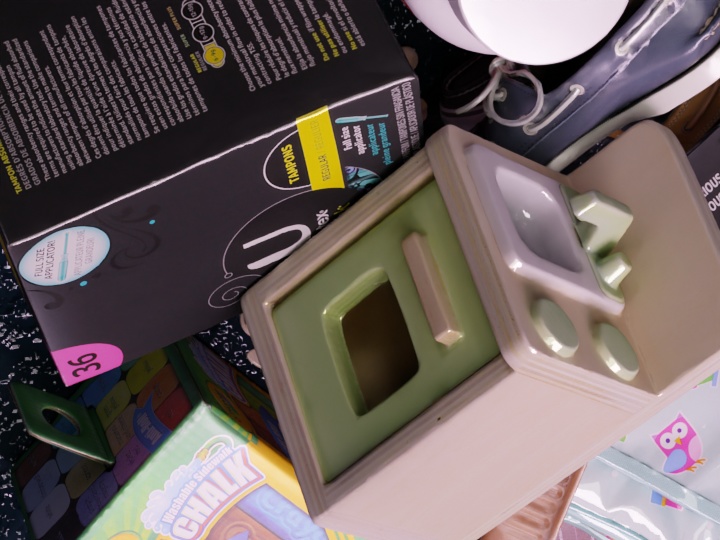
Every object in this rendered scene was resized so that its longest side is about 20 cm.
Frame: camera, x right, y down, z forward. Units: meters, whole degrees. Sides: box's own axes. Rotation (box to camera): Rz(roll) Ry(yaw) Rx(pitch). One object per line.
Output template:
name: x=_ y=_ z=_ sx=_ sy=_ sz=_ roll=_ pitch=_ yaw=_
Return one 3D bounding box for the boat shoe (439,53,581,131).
boat shoe: x=0.109 y=-0.132 z=1.340 sx=0.199 sy=0.070 sz=0.066 roll=-25 pitch=115 yaw=36

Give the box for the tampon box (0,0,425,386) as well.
tampon box: x=-0.082 y=-0.063 z=1.261 sx=0.199 sy=0.127 sz=0.150 roll=-24 pitch=153 yaw=-6

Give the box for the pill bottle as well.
pill bottle: x=0.057 y=-0.169 z=1.266 sx=0.112 sy=0.200 sz=0.113 roll=-6 pitch=115 yaw=-13

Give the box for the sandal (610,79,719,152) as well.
sandal: x=0.181 y=-0.092 z=1.399 sx=0.199 sy=0.080 sz=0.054 roll=-17 pitch=71 yaw=-13

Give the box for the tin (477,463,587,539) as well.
tin: x=0.096 y=0.079 z=1.324 sx=0.042 sy=0.112 sz=0.201 roll=23 pitch=91 yaw=-3

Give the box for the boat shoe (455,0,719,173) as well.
boat shoe: x=0.095 y=-0.087 z=1.290 sx=0.199 sy=0.075 sz=0.062 roll=-30 pitch=114 yaw=32

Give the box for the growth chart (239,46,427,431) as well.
growth chart: x=0.000 y=0.000 z=1.359 sx=0.144 sy=0.018 sz=0.201 roll=-21 pitch=86 yaw=-15

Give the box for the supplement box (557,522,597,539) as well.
supplement box: x=0.170 y=0.153 z=1.514 sx=0.199 sy=0.061 sz=0.109 roll=-16 pitch=114 yaw=-10

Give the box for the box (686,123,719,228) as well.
box: x=0.260 y=-0.001 z=1.360 sx=0.200 sy=0.148 sz=0.124 roll=54 pitch=135 yaw=8

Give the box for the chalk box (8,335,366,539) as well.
chalk box: x=-0.094 y=0.114 z=1.386 sx=0.124 sy=0.125 sz=0.200 roll=-46 pitch=118 yaw=7

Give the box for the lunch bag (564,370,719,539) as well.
lunch bag: x=0.156 y=0.076 z=1.428 sx=0.199 sy=0.077 sz=0.161 roll=27 pitch=83 yaw=-7

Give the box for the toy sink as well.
toy sink: x=0.058 y=0.020 z=1.232 sx=0.200 sy=0.131 sz=0.112 roll=-37 pitch=145 yaw=27
